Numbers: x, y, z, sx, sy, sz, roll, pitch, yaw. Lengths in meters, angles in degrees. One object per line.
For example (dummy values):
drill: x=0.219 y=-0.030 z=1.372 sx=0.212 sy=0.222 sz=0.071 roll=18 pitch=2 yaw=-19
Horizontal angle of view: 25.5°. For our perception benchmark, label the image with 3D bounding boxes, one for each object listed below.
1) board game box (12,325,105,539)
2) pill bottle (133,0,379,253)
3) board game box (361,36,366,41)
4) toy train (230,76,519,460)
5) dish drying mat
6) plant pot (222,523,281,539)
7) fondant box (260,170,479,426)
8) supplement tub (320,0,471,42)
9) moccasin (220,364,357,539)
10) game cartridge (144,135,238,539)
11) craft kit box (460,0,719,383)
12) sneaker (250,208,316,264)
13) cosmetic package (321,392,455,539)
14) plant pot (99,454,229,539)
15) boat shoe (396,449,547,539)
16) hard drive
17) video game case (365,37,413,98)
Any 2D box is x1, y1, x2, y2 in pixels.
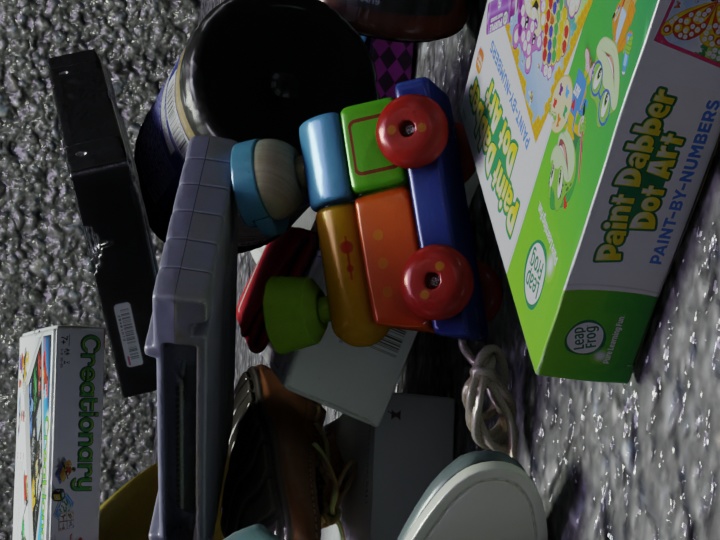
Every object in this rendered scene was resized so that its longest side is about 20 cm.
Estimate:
board game box: x=-0.190 y=0.137 z=0.990 sx=0.126 sy=0.034 sz=0.202 roll=169 pitch=103 yaw=-68
pill bottle: x=-0.070 y=-0.074 z=0.927 sx=0.200 sy=0.111 sz=0.113 roll=142 pitch=132 yaw=-66
board game box: x=-0.018 y=-0.200 z=1.131 sx=0.200 sy=0.040 sz=0.154 roll=-125 pitch=57 yaw=-77
toy train: x=0.006 y=0.019 z=0.756 sx=0.085 sy=0.115 sz=0.202 roll=17 pitch=-117 yaw=-73
dish drying mat: x=-0.056 y=0.008 z=0.984 sx=0.077 sy=0.018 sz=0.200 roll=-63 pitch=6 yaw=-1
plant pot: x=-0.039 y=0.262 z=0.683 sx=0.199 sy=0.196 sz=0.197 roll=15 pitch=126 yaw=52
fondant box: x=0.000 y=0.000 z=0.902 sx=0.200 sy=0.058 sz=0.145 roll=-163 pitch=95 yaw=-82
supplement tub: x=0.027 y=-0.236 z=0.880 sx=0.107 sy=0.106 sz=0.201 roll=-107 pitch=25 yaw=-62
moccasin: x=-0.037 y=0.118 z=0.895 sx=0.201 sy=0.077 sz=0.074 roll=-120 pitch=53 yaw=-76
game cartridge: x=-0.084 y=0.047 z=0.808 sx=0.130 sy=0.038 sz=0.201 roll=-91 pitch=5 yaw=-50
craft kit box: x=0.094 y=-0.094 z=0.638 sx=0.201 sy=0.048 sz=0.199 roll=-100 pitch=16 yaw=-54
sneaker: x=-0.065 y=-0.054 z=1.181 sx=0.089 sy=0.075 sz=0.201 roll=90 pitch=175 yaw=-46
cosmetic package: x=0.009 y=0.180 z=0.913 sx=0.151 sy=0.051 sz=0.202 roll=131 pitch=143 yaw=-74
plant pot: x=-0.073 y=0.184 z=1.057 sx=0.142 sy=0.199 sz=0.200 roll=-53 pitch=23 yaw=20
boat shoe: x=0.037 y=0.147 z=0.738 sx=0.062 sy=0.072 sz=0.201 roll=-104 pitch=16 yaw=-48
hard drive: x=-0.146 y=-0.034 z=0.931 sx=0.200 sy=0.038 sz=0.141 roll=-121 pitch=20 yaw=-62
video game case: x=-0.006 y=-0.059 z=1.137 sx=0.181 sy=0.036 sz=0.202 roll=178 pitch=97 yaw=-77
